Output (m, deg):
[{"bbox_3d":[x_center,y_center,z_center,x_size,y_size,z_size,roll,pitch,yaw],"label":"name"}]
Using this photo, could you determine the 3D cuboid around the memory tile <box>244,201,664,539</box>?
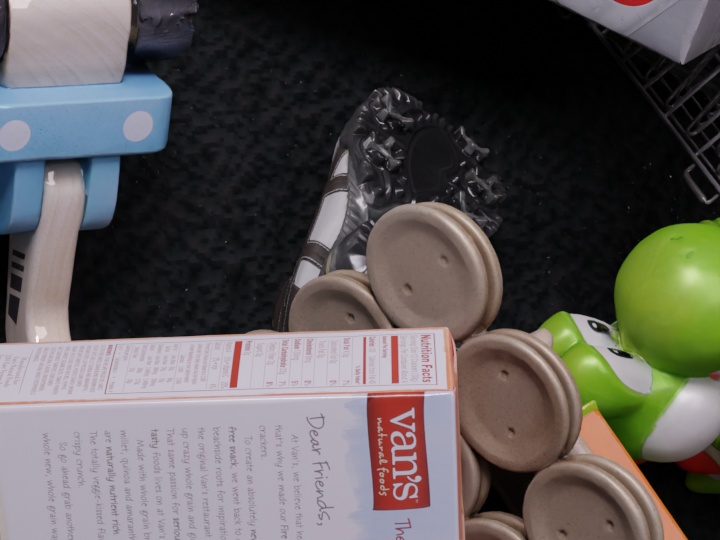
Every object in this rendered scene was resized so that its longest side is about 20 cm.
[{"bbox_3d":[0.010,0.076,0.862,0.017,0.200,0.153,-27,82,-46],"label":"memory tile"}]

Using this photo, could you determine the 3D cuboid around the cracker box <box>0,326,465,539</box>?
[{"bbox_3d":[-0.065,0.093,0.811,0.200,0.058,0.134,-1,112,2],"label":"cracker box"}]

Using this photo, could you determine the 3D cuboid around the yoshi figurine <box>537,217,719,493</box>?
[{"bbox_3d":[0.162,0.036,0.984,0.200,0.112,0.112,14,83,-40],"label":"yoshi figurine"}]

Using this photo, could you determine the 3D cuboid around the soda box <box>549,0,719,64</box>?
[{"bbox_3d":[0.139,-0.137,0.953,0.068,0.063,0.200,27,24,16],"label":"soda box"}]

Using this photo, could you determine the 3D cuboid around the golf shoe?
[{"bbox_3d":[0.000,0.000,0.965,0.078,0.094,0.200,37,32,-10],"label":"golf shoe"}]

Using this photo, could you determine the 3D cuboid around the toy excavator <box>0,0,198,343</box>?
[{"bbox_3d":[-0.120,-0.028,0.900,0.100,0.200,0.194,-7,29,-29],"label":"toy excavator"}]

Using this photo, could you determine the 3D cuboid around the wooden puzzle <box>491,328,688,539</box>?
[{"bbox_3d":[0.103,0.116,0.905,0.037,0.185,0.200,-29,86,-9],"label":"wooden puzzle"}]

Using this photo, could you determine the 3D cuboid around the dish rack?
[{"bbox_3d":[0.165,-0.067,1.025,0.153,0.055,0.200,22,29,-53],"label":"dish rack"}]
